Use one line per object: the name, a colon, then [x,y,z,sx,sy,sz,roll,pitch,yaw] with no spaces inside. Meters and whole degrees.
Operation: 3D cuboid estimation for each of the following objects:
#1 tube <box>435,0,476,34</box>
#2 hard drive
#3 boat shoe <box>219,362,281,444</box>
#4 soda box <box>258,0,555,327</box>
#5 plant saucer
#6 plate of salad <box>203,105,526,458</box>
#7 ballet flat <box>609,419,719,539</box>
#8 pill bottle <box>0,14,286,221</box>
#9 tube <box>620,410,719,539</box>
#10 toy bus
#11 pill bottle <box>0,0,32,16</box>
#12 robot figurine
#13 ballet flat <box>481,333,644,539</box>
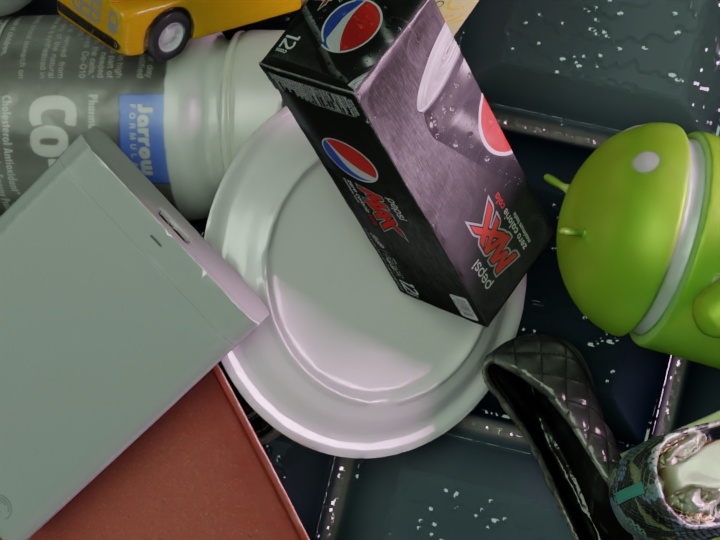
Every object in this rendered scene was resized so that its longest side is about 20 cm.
tube: [0.044,-0.154,1.456,0.058,0.052,0.200,28,134,-9]
hard drive: [-0.159,0.037,1.510,0.132,0.026,0.200,47,115,-1]
boat shoe: [-0.136,0.046,1.598,0.200,0.068,0.072,14,89,13]
soda box: [0.027,-0.060,1.455,0.063,0.200,0.071,23,68,36]
plant saucer: [-0.135,0.113,1.561,0.200,0.037,0.200,-23,100,23]
plate of salad: [0.000,0.000,1.550,0.200,0.048,0.200,0,90,-30]
ballet flat: [0.228,0.098,1.494,0.200,0.074,0.074,-16,81,-12]
pill bottle: [-0.131,-0.083,1.585,0.200,0.114,0.114,0,84,11]
tube: [0.203,0.176,1.534,0.058,0.052,0.200,-16,76,-23]
toy bus: [-0.064,-0.174,1.546,0.065,0.200,0.078,36,131,37]
pill bottle: [-0.270,-0.195,1.606,0.200,0.109,0.109,5,85,33]
robot figurine: [0.191,-0.008,1.501,0.200,0.175,0.116,16,109,-10]
ballet flat: [0.121,0.126,1.538,0.057,0.066,0.200,-14,70,-36]
